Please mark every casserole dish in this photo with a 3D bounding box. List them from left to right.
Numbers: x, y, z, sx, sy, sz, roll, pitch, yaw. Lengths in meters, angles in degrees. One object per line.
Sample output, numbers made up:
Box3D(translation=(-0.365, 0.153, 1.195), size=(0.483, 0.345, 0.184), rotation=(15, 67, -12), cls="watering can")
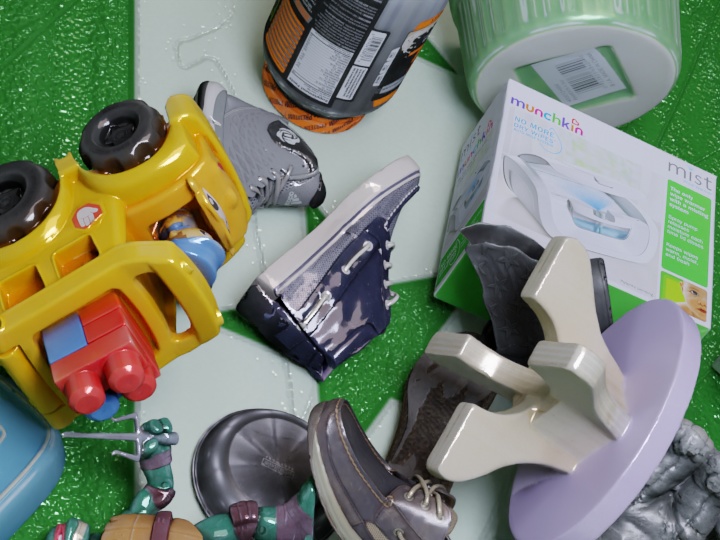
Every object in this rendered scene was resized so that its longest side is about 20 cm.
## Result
Box3D(translation=(-0.272, 0.131, 1.054), size=(0.121, 0.039, 0.200), rotation=(39, 52, 5), cls="casserole dish")

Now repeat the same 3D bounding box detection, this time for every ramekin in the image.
Box3D(translation=(0.175, -0.197, 1.386), size=(0.198, 0.200, 0.098), rotation=(8, 61, -19), cls="ramekin")

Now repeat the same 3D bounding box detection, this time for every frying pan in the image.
Box3D(translation=(-0.082, 0.161, 1.128), size=(0.115, 0.031, 0.190), rotation=(42, 48, 9), cls="frying pan")

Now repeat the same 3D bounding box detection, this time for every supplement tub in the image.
Box3D(translation=(-0.004, -0.205, 1.302), size=(0.122, 0.200, 0.123), rotation=(11, 54, -17), cls="supplement tub")

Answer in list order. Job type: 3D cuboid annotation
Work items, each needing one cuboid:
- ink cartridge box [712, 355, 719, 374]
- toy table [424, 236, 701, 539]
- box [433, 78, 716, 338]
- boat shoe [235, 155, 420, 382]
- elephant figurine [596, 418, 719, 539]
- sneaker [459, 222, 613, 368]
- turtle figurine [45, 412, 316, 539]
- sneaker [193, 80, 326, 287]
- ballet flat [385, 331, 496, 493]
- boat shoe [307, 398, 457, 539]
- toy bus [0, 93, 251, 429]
Box3D(translation=(0.385, 0.020, 1.310), size=(0.083, 0.147, 0.200), rotation=(42, 80, 8), cls="ink cartridge box")
Box3D(translation=(0.133, 0.081, 1.122), size=(0.117, 0.183, 0.201), rotation=(38, 63, -23), cls="toy table")
Box3D(translation=(0.174, -0.028, 1.320), size=(0.199, 0.097, 0.177), rotation=(24, 47, -10), cls="box")
Box3D(translation=(0.000, 0.000, 1.254), size=(0.093, 0.075, 0.200), rotation=(46, 59, 2), cls="boat shoe")
Box3D(translation=(0.176, 0.200, 1.160), size=(0.200, 0.155, 0.141), rotation=(-48, 47, -12), cls="elephant figurine")
Box3D(translation=(0.136, 0.053, 1.232), size=(0.103, 0.201, 0.060), rotation=(-7, 32, 5), cls="sneaker")
Box3D(translation=(-0.129, 0.169, 1.051), size=(0.198, 0.101, 0.151), rotation=(4, 49, -2), cls="turtle figurine")
Box3D(translation=(-0.080, -0.053, 1.247), size=(0.115, 0.075, 0.201), rotation=(16, 52, -17), cls="sneaker")
Box3D(translation=(0.057, 0.122, 1.211), size=(0.067, 0.047, 0.201), rotation=(12, 44, 13), cls="ballet flat")
Box3D(translation=(0.031, 0.166, 1.094), size=(0.201, 0.073, 0.075), rotation=(62, 15, -16), cls="boat shoe")
Box3D(translation=(-0.152, 0.008, 1.057), size=(0.199, 0.136, 0.192), rotation=(-30, 42, -3), cls="toy bus")
